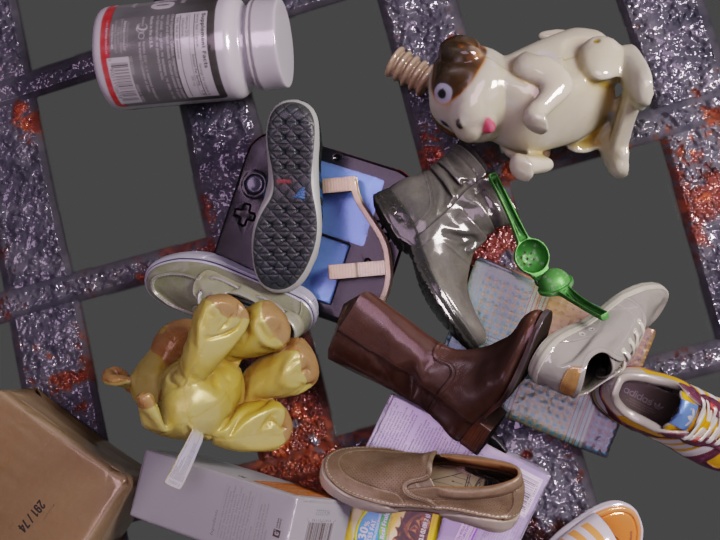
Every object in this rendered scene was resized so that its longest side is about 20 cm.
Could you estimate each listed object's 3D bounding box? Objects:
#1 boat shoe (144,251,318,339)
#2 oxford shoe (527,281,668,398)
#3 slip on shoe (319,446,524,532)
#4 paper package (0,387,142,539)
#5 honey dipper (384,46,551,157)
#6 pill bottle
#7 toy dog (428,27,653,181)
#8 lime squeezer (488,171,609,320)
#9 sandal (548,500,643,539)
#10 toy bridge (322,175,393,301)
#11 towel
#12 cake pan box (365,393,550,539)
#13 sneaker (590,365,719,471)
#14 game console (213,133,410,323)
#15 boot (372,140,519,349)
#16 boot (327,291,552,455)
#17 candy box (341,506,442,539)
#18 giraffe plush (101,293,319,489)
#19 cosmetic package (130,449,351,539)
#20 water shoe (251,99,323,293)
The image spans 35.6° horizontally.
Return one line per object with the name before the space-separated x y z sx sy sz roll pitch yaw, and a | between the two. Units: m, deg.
boat shoe | -0.144 0.028 1.194 0.199 0.062 0.072 11 113 14
oxford shoe | 0.240 0.069 1.074 0.058 0.200 0.075 35 132 32
slip on shoe | 0.060 0.200 1.087 0.199 0.076 0.061 13 128 9
paper package | -0.351 0.253 1.195 0.190 0.103 0.200 32 90 13
honey dipper | 0.118 -0.176 1.205 0.200 0.038 0.038 32 89 8
pill bottle | -0.179 -0.239 1.221 0.199 0.114 0.114 -4 82 9
toy dog | 0.167 -0.184 1.125 0.199 0.140 0.195 -5 59 -9
lime squeezer | 0.185 -0.009 1.105 0.038 0.071 0.200 -16 53 -24
sandal | 0.199 0.306 1.091 0.206 0.059 0.079 -31 100 -10
toy bridge | 0.000 0.000 1.181 0.067 0.027 0.201 -5 88 10
towel | 0.187 0.090 1.165 0.199 0.022 0.147 22 87 10
cake pan box | 0.075 0.247 1.149 0.184 0.052 0.201 25 88 10
sneaker | 0.323 0.149 1.090 0.199 0.090 0.075 18 87 3
game console | -0.049 -0.045 1.217 0.199 0.031 0.178 19 86 12
boot | 0.111 -0.029 1.152 0.130 0.068 0.201 -29 82 -5
boot | 0.068 0.063 1.093 0.200 0.064 0.187 35 121 15
candy box | 0.010 0.317 1.115 0.102 0.026 0.201 14 87 15
giraffe plush | -0.167 0.112 1.140 0.200 0.162 0.173 -48 120 -18
cosmetic package | -0.120 0.238 1.124 0.199 0.101 0.072 9 83 33
water shoe | -0.066 -0.077 1.173 0.071 0.079 0.201 9 98 8
